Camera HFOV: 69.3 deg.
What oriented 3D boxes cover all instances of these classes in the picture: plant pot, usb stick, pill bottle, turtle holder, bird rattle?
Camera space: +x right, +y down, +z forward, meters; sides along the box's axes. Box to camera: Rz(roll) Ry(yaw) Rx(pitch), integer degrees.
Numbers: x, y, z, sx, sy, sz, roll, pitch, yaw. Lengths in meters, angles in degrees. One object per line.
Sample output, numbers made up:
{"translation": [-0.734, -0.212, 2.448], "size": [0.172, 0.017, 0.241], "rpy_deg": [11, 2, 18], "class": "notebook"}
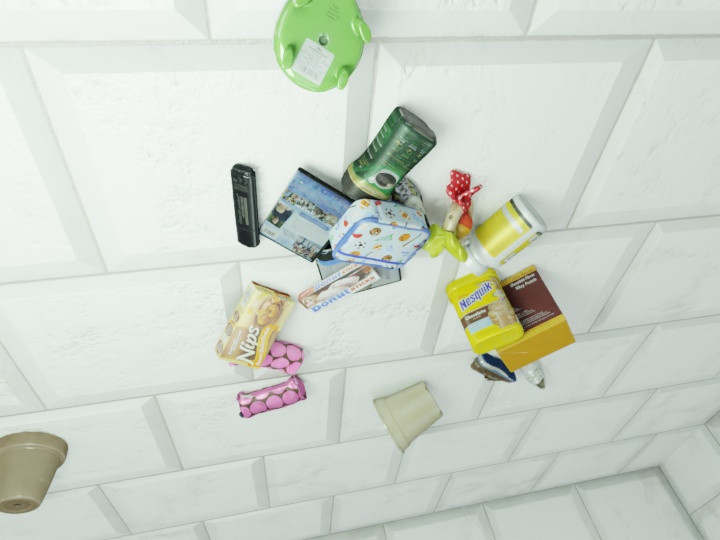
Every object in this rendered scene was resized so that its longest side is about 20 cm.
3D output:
{"translation": [-0.964, 0.591, 1.500], "size": [0.198, 0.175, 0.201], "rpy_deg": [-10, 138, -9], "class": "plant pot"}
{"translation": [-0.237, -0.128, 1.079], "size": [0.055, 0.033, 0.201], "rpy_deg": [19, 136, 12], "class": "usb stick"}
{"translation": [0.168, 0.474, 1.746], "size": [0.183, 0.201, 0.201], "rpy_deg": [-31, 137, -1], "class": "plant pot"}
{"translation": [0.338, -0.078, 1.262], "size": [0.111, 0.112, 0.200], "rpy_deg": [27, 122, -37], "class": "pill bottle"}
{"translation": [-0.068, -0.377, 0.803], "size": [0.140, 0.132, 0.187], "rpy_deg": [-7, 117, -16], "class": "turtle holder"}
{"translation": [0.214, -0.119, 1.185], "size": [0.112, 0.202, 0.163], "rpy_deg": [14, 179, 22], "class": "bird rattle"}

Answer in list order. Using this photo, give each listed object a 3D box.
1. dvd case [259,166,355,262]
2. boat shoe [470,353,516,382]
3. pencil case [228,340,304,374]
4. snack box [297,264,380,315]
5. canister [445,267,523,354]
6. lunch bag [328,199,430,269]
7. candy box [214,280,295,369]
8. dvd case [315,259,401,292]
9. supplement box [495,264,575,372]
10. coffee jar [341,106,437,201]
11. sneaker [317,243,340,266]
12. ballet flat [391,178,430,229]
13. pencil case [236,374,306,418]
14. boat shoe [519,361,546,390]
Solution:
{"translation": [-0.114, -0.110, 1.102], "size": [0.142, 0.018, 0.200], "rpy_deg": [29, 131, -17], "class": "dvd case"}
{"translation": [0.450, 0.337, 1.769], "size": [0.199, 0.073, 0.072], "rpy_deg": [32, 125, -28], "class": "boat shoe"}
{"translation": [-0.254, 0.233, 1.418], "size": [0.199, 0.091, 0.094], "rpy_deg": [18, 93, -29], "class": "pencil case"}
{"translation": [-0.054, 0.039, 1.273], "size": [0.199, 0.024, 0.072], "rpy_deg": [-29, 135, 15], "class": "snack box"}
{"translation": [0.328, 0.107, 1.385], "size": [0.147, 0.201, 0.087], "rpy_deg": [-23, 138, 7], "class": "canister"}
{"translation": [0.041, -0.068, 1.098], "size": [0.199, 0.076, 0.160], "rpy_deg": [10, 139, -33], "class": "lunch bag"}
{"translation": [-0.261, 0.138, 1.287], "size": [0.115, 0.055, 0.201], "rpy_deg": [24, 102, -34], "class": "candy box"}
{"translation": [0.000, 0.000, 1.293], "size": [0.198, 0.018, 0.143], "rpy_deg": [-15, 136, -2], "class": "dvd case"}
{"translation": [0.450, 0.133, 1.452], "size": [0.196, 0.201, 0.133], "rpy_deg": [-29, 136, 14], "class": "supplement box"}
{"translation": [0.052, -0.219, 1.042], "size": [0.104, 0.086, 0.200], "rpy_deg": [21, 126, -35], "class": "coffee jar"}
{"translation": [-0.015, -0.070, 1.189], "size": [0.198, 0.071, 0.078], "rpy_deg": [-19, 144, 3], "class": "sneaker"}
{"translation": [0.125, -0.123, 1.178], "size": [0.071, 0.072, 0.201], "rpy_deg": [-21, 137, 5], "class": "ballet flat"}
{"translation": [-0.265, 0.373, 1.551], "size": [0.198, 0.091, 0.094], "rpy_deg": [-19, 127, -1], "class": "pencil case"}
{"translation": [0.618, 0.368, 1.847], "size": [0.071, 0.070, 0.200], "rpy_deg": [-33, 135, 19], "class": "boat shoe"}
